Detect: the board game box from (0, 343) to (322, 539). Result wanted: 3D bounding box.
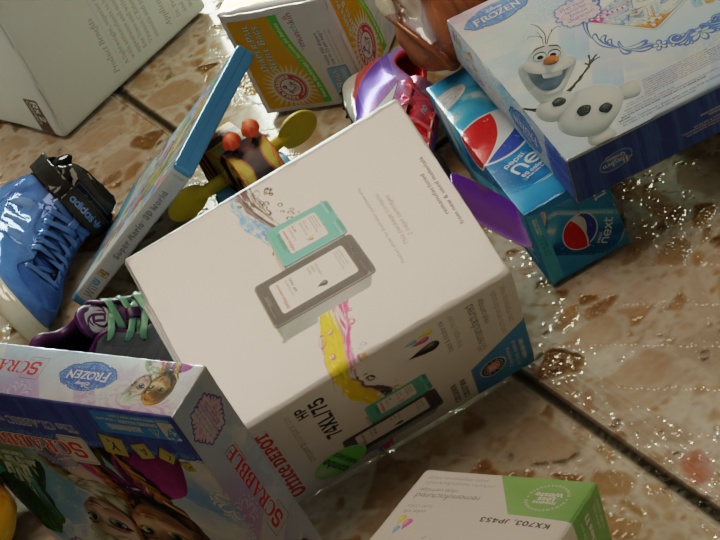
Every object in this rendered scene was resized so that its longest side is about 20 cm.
[{"bbox_3d":[-0.132,0.128,1.081,0.199,0.200,0.041,3,48,37],"label":"board game box"}]

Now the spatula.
[{"bbox_3d":[0.067,-0.057,1.224,0.021,0.056,0.200,-62,20,7],"label":"spatula"}]

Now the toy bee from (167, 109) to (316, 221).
[{"bbox_3d":[-0.077,-0.080,1.378,0.199,0.109,0.131,13,51,42],"label":"toy bee"}]

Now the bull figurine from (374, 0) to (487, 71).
[{"bbox_3d":[0.058,-0.210,1.395,0.065,0.122,0.200,-37,8,16],"label":"bull figurine"}]

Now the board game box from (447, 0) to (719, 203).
[{"bbox_3d":[0.189,-0.154,1.234,0.199,0.043,0.199,-26,42,-5],"label":"board game box"}]

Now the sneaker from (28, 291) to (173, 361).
[{"bbox_3d":[-0.146,0.040,1.266,0.199,0.087,0.075,-29,61,19],"label":"sneaker"}]

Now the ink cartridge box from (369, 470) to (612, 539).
[{"bbox_3d":[0.045,0.191,0.959,0.117,0.068,0.200,0,28,33],"label":"ink cartridge box"}]

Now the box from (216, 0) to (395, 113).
[{"bbox_3d":[-0.031,-0.243,1.540,0.101,0.113,0.201,-6,42,25],"label":"box"}]

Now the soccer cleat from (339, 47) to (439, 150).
[{"bbox_3d":[0.032,-0.108,1.365,0.073,0.068,0.200,-39,29,18],"label":"soccer cleat"}]

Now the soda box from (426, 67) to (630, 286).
[{"bbox_3d":[0.116,-0.077,1.281,0.064,0.068,0.200,-29,36,-2],"label":"soda box"}]

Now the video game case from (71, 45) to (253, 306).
[{"bbox_3d":[-0.155,-0.071,1.398,0.200,0.018,0.143,-46,17,46],"label":"video game case"}]

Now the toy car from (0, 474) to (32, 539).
[{"bbox_3d":[-0.322,0.135,1.239,0.175,0.150,0.200,-42,38,-18],"label":"toy car"}]

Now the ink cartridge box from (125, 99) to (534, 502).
[{"bbox_3d":[-0.017,0.026,1.138,0.199,0.147,0.146,-31,63,-2],"label":"ink cartridge box"}]

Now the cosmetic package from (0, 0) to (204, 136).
[{"bbox_3d":[-0.291,-0.260,1.689,0.165,0.165,0.200,17,54,45],"label":"cosmetic package"}]

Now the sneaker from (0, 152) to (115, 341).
[{"bbox_3d":[-0.250,-0.029,1.454,0.111,0.077,0.200,-36,29,5],"label":"sneaker"}]
